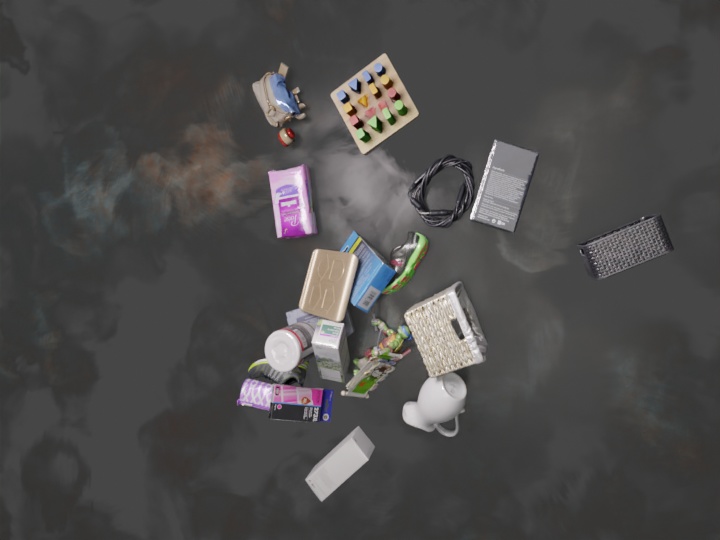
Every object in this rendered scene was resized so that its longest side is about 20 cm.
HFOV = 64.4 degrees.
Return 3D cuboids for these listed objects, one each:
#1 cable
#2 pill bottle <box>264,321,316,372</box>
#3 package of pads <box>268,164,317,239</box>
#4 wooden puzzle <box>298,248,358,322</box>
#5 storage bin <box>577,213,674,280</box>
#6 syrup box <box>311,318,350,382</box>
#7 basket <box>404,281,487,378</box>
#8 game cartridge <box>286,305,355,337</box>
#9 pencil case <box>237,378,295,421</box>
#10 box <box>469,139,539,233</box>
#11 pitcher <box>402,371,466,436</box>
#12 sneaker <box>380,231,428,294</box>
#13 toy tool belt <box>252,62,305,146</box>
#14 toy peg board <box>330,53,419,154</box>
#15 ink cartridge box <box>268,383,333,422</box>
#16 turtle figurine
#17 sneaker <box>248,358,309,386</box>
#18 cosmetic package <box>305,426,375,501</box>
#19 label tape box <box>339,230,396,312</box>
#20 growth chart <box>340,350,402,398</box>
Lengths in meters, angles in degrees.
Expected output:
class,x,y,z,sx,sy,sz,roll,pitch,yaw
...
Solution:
class,x,y,z,sx,sy,sz,roll,pitch,yaw
cable,0.237,-0.220,1.587,0.198,0.051,0.165,-39,84,12
pill bottle,-0.178,0.207,1.602,0.107,0.199,0.116,2,95,18
package of pads,-0.199,-0.200,1.683,0.116,0.075,0.209,-7,92,17
wooden puzzle,-0.086,0.041,1.631,0.196,0.045,0.192,10,84,49
storage bin,0.666,-0.059,1.448,0.194,0.135,0.097,-23,88,14
syrup box,-0.081,0.230,1.617,0.076,0.203,0.083,8,52,11
basket,0.234,0.160,1.538,0.157,0.199,0.204,-25,88,15
game cartridge,-0.117,0.162,1.707,0.194,0.041,0.138,-18,86,14
pencil case,-0.275,0.391,1.733,0.192,0.086,0.086,10,127,11
box,0.367,-0.211,1.479,0.120,0.200,0.204,16,98,10
pitcher,0.229,0.377,1.578,0.168,0.123,0.202,28,134,-6
sneaker,0.115,-0.020,1.628,0.083,0.076,0.203,39,99,26
toy tool belt,-0.218,-0.479,1.647,0.121,0.124,0.205,-29,87,22
toy peg board,0.032,-0.472,1.598,0.196,0.098,0.204,-31,86,13
ink cartridge box,-0.169,0.391,1.675,0.193,0.037,0.099,10,82,-24
turtle figurine,0.036,0.204,1.620,0.195,0.197,0.145,-50,48,15
sneaker,-0.250,0.312,1.716,0.192,0.074,0.084,-8,60,15
cosmetic package,-0.059,0.566,1.683,0.199,0.107,0.085,-43,84,14
label tape box,0.000,0.000,1.634,0.145,0.065,0.201,-54,37,11
growth chart,0.033,0.290,1.582,0.202,0.142,0.018,-52,51,26
